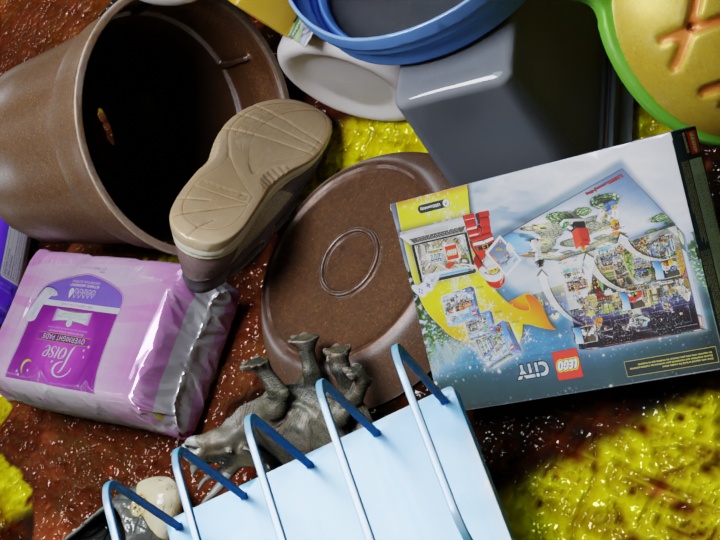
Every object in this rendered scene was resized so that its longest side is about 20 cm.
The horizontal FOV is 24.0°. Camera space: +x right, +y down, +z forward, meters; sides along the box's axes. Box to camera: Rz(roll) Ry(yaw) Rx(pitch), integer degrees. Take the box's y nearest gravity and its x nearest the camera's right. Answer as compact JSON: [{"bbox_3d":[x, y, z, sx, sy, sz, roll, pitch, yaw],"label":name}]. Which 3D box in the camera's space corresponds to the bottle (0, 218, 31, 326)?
[{"bbox_3d":[-0.323,-0.048,1.476,0.083,0.065,0.202,-17,54,33],"label":"bottle"}]

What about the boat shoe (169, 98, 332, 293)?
[{"bbox_3d":[-0.081,-0.057,1.230,0.071,0.065,0.200,22,40,9],"label":"boat shoe"}]

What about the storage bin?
[{"bbox_3d":[0.086,-0.139,1.102,0.144,0.134,0.202,-11,53,29],"label":"storage bin"}]

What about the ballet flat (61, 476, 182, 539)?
[{"bbox_3d":[-0.204,0.213,1.216,0.200,0.057,0.067,-39,46,17],"label":"ballet flat"}]

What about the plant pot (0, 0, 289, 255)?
[{"bbox_3d":[-0.188,-0.102,1.312,0.197,0.200,0.202,-7,60,48],"label":"plant pot"}]

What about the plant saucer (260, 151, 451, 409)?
[{"bbox_3d":[0.000,0.000,1.183,0.199,0.034,0.202,-22,52,32],"label":"plant saucer"}]

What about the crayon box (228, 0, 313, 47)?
[{"bbox_3d":[-0.059,-0.247,1.222,0.126,0.051,0.200,-59,29,6],"label":"crayon box"}]

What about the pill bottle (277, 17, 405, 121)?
[{"bbox_3d":[0.023,-0.222,1.239,0.114,0.114,0.202,5,68,43],"label":"pill bottle"}]

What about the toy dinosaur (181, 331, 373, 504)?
[{"bbox_3d":[-0.023,0.103,1.116,0.198,0.077,0.103,4,112,30],"label":"toy dinosaur"}]

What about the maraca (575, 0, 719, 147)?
[{"bbox_3d":[0.194,-0.162,1.004,0.137,0.200,0.107,-52,12,-15],"label":"maraca"}]

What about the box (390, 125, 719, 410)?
[{"bbox_3d":[0.121,0.004,1.018,0.199,0.038,0.138,-12,93,36],"label":"box"}]

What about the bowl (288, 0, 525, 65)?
[{"bbox_3d":[0.044,-0.215,1.063,0.199,0.039,0.202,-19,50,24],"label":"bowl"}]

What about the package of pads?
[{"bbox_3d":[-0.189,0.054,1.287,0.199,0.076,0.121,5,67,43],"label":"package of pads"}]

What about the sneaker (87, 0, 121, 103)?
[{"bbox_3d":[-0.161,-0.207,1.399,0.200,0.087,0.076,-41,18,40],"label":"sneaker"}]

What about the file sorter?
[{"bbox_3d":[-0.028,0.149,0.954,0.199,0.123,0.140,-26,59,9],"label":"file sorter"}]

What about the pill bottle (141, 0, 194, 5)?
[{"bbox_3d":[-0.155,-0.273,1.231,0.112,0.112,0.200,-47,30,8],"label":"pill bottle"}]
